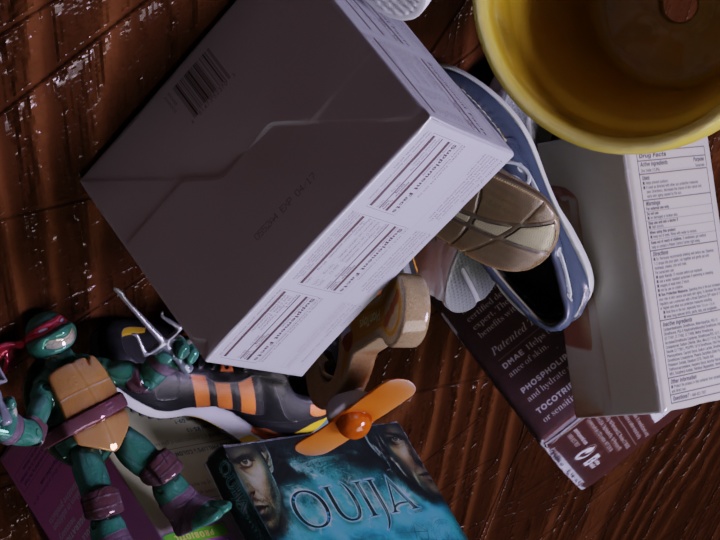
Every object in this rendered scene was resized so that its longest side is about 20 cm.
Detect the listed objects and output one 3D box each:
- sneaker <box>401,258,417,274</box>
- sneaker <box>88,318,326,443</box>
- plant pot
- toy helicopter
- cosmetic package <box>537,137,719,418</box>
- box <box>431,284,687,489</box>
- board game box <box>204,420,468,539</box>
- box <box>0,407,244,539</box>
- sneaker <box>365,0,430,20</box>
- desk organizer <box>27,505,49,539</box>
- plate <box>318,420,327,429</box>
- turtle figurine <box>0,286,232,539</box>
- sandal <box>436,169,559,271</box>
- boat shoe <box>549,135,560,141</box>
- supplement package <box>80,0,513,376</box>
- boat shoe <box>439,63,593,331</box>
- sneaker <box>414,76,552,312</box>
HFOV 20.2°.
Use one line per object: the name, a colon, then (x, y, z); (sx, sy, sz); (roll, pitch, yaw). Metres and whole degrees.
sneaker: (0.000, 0.000, 1.451); (0.077, 0.079, 0.201); (10, 134, -21)
sneaker: (-0.095, 0.064, 1.413); (0.199, 0.070, 0.090); (25, 128, -38)
plant pot: (0.192, -0.179, 1.316); (0.201, 0.201, 0.189); (-46, 169, 17)
toy helicopter: (0.000, 0.049, 1.316); (0.078, 0.133, 0.200); (7, 167, -18)
cosmetic package: (0.200, -0.001, 1.443); (0.103, 0.202, 0.087); (-6, 179, -43)
box: (0.168, 0.037, 1.619); (0.164, 0.200, 0.166); (-39, 155, 2)
board game box: (-0.009, 0.176, 1.432); (0.028, 0.136, 0.199); (-44, 156, 30)
box: (-0.126, 0.169, 1.451); (0.175, 0.200, 0.097); (-6, 141, -50)
sneaker: (0.027, -0.240, 1.142); (0.082, 0.074, 0.201); (-58, 163, -34)
desk organizer: (-0.150, 0.189, 1.563); (0.199, 0.077, 0.072); (3, 135, -43)
plate: (-0.099, 0.162, 1.683); (0.199, 0.026, 0.201); (-29, 153, -16)
turtle figurine: (-0.172, 0.091, 1.313); (0.149, 0.201, 0.101); (-29, -178, -19)
sandal: (0.043, -0.070, 1.330); (0.081, 0.199, 0.054); (-54, -169, 25)
boat shoe: (0.108, -0.063, 1.525); (0.202, 0.075, 0.075); (-46, 162, 19)
supplement package: (-0.040, -0.063, 1.222); (0.200, 0.156, 0.111); (-46, 153, 17)
boat shoe: (0.090, -0.048, 1.380); (0.075, 0.201, 0.062); (-25, -173, 21)
sneaker: (0.079, -0.076, 1.459); (0.070, 0.080, 0.201); (15, 100, -48)
